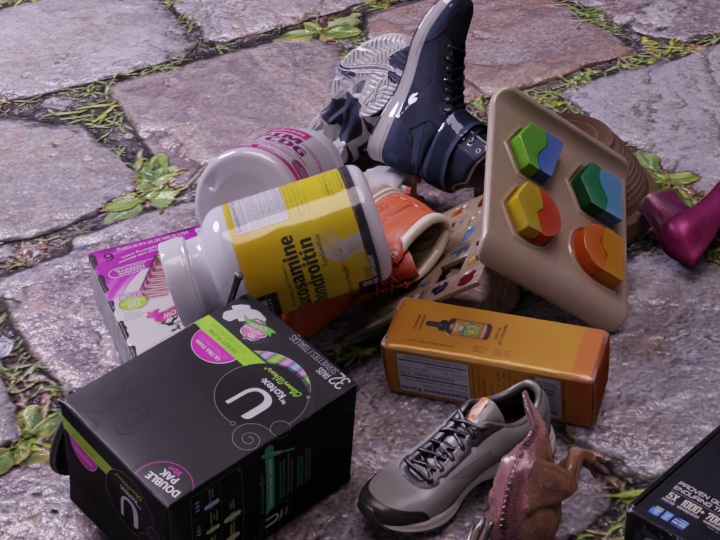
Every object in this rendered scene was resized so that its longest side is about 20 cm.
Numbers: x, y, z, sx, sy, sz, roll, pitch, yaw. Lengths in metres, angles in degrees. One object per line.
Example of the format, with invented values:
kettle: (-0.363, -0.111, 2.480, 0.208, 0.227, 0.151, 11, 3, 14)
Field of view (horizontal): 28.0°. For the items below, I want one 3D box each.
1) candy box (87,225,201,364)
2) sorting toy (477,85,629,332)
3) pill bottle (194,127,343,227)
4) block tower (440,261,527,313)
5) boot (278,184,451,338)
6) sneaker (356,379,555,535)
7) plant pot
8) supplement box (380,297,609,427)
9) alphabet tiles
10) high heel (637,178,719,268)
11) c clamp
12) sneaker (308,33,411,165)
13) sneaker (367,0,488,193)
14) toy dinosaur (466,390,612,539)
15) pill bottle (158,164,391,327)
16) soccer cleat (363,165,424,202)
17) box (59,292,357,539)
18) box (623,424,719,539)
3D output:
candy box: (-0.178, 0.039, 1.413, 0.135, 0.061, 0.200, -15, 36, -17)
sorting toy: (0.196, -0.063, 1.398, 0.184, 0.036, 0.202, 28, 54, -27)
pill bottle: (-0.087, -0.087, 1.502, 0.112, 0.115, 0.200, 5, 15, 13)
block tower: (0.139, -0.005, 1.423, 0.057, 0.054, 0.200, 22, 52, 32)
boot: (0.000, 0.000, 1.400, 0.200, 0.075, 0.107, -45, 42, -18)
sneaker: (0.079, 0.151, 1.209, 0.199, 0.080, 0.074, -26, 42, -27)
plant pot: (0.222, -0.107, 1.559, 0.199, 0.093, 0.202, -2, 33, 2)
supplement box: (0.122, 0.082, 1.310, 0.198, 0.069, 0.067, 11, 46, 17)
alphabet tiles: (0.078, -0.014, 1.433, 0.166, 0.008, 0.200, -25, 21, 34)
high heel: (0.393, -0.057, 1.511, 0.198, 0.068, 0.097, -19, 54, -17)
c clamp: (-0.189, 0.094, 1.247, 0.199, 0.171, 0.027, -34, 66, -28)
sneaker: (0.032, -0.203, 1.653, 0.129, 0.200, 0.080, -24, 63, -45)
sneaker: (0.109, -0.182, 1.528, 0.146, 0.204, 0.077, 30, 14, 29)
toy dinosaur: (0.121, 0.186, 1.094, 0.085, 0.202, 0.135, -5, -16, 44)
pill bottle: (-0.079, -0.016, 1.322, 0.198, 0.113, 0.112, -18, 35, -3)
soccer cleat: (0.000, -0.058, 1.538, 0.077, 0.070, 0.200, 8, 29, 25)
box: (-0.123, 0.141, 1.188, 0.199, 0.125, 0.148, -30, 51, -32)
box: (0.324, 0.213, 1.086, 0.163, 0.087, 0.199, -30, 42, -34)
